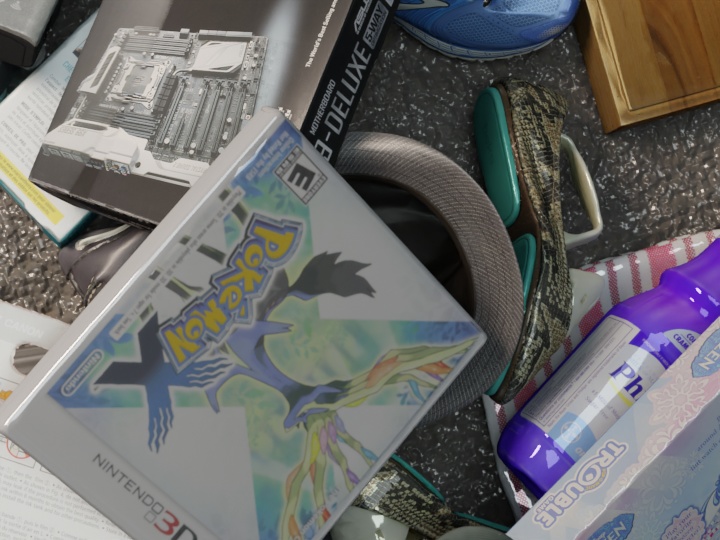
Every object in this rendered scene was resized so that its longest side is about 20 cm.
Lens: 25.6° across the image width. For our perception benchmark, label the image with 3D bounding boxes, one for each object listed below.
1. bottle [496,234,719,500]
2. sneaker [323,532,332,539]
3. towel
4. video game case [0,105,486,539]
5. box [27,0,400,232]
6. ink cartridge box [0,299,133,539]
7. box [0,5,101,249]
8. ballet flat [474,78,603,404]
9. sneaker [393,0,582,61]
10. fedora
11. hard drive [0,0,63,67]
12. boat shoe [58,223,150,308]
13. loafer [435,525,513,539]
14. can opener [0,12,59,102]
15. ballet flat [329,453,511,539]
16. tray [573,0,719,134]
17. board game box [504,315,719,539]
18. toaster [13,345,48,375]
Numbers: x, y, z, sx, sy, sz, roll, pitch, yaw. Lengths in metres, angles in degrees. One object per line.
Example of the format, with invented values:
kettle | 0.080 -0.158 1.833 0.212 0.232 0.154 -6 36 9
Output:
bottle | 0.171 0.059 0.936 0.200 0.065 0.084 -46 108 -7
sneaker | -0.038 0.172 0.911 0.074 0.088 0.202 15 84 -8
towel | 0.170 0.063 0.983 0.198 0.030 0.148 -15 88 -10
video game case | -0.052 0.052 0.790 0.200 0.022 0.182 -50 121 -9
box | -0.073 -0.113 0.856 0.157 0.050 0.202 19 82 29
ink cartridge box | -0.175 0.125 0.803 0.160 0.050 0.202 21 82 -16
box | -0.134 -0.113 0.936 0.082 0.049 0.200 45 81 -3
ballet flat | 0.109 -0.019 0.942 0.075 0.068 0.202 6 70 -18
sneaker | 0.039 -0.180 0.949 0.198 0.089 0.079 12 85 -8
fedora | 0.000 0.000 0.908 0.199 0.090 0.178 -23 104 19
hard drive | -0.216 -0.223 0.902 0.138 0.033 0.201 21 59 -7
boat shoe | -0.096 -0.055 0.928 0.063 0.073 0.200 40 82 17
loafer | 0.024 0.220 0.872 0.071 0.201 0.063 19 38 -17
can opener | -0.246 -0.096 0.920 0.063 0.078 0.201 37 83 -44
ballet flat | 0.033 0.157 0.906 0.199 0.068 0.076 34 61 -29
tray | 0.176 -0.198 1.000 0.098 0.037 0.202 -16 89 -10
board game box | 0.201 0.148 0.924 0.200 0.043 0.200 -43 129 -10
toaster | -0.179 0.115 0.882 0.128 0.114 0.202 -11 89 -13
